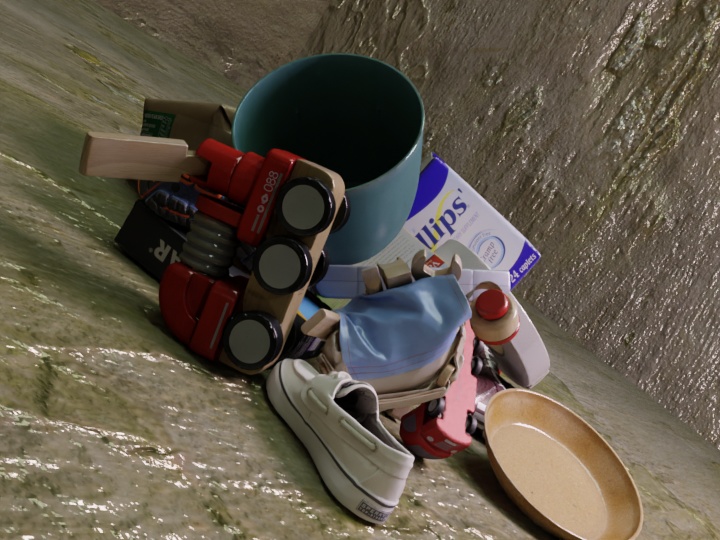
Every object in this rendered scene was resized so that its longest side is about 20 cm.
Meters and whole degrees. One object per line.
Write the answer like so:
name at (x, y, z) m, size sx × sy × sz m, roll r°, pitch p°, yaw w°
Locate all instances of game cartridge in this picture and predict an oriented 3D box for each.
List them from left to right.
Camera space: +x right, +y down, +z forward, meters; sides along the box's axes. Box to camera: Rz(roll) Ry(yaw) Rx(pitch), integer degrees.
game cartridge at (0.049, 0.014, 1.115) m, size 0.196 × 0.042 × 0.133 m, roll 2°, pitch -5°, yaw -4°

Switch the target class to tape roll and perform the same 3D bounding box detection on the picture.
tape roll at (0.155, 0.053, 1.320) m, size 0.204 × 0.037 × 0.203 m, roll 52°, pitch -8°, yaw 10°

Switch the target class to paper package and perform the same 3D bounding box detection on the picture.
paper package at (-0.152, -0.131, 1.295) m, size 0.189 × 0.105 × 0.199 m, roll 16°, pitch -1°, yaw -39°

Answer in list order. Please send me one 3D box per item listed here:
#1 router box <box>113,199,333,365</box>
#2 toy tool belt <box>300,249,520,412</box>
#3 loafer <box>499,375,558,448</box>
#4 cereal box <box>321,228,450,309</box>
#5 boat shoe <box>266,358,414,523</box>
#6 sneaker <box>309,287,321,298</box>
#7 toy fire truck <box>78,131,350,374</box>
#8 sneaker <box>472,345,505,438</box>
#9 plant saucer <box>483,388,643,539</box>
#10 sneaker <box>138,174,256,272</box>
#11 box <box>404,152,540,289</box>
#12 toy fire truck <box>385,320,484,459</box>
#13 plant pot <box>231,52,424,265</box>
router box at (-0.123, 0.011, 1.052) m, size 0.199 × 0.051 × 0.149 m, roll 37°, pitch 10°, yaw 14°
toy tool belt at (0.049, 0.045, 0.958) m, size 0.124 × 0.197 × 0.126 m, roll 75°, pitch -10°, yaw -48°
loafer at (0.196, 0.181, 1.280) m, size 0.070 × 0.074 × 0.200 m, roll 31°, pitch 10°, yaw -21°
cereal box at (0.000, 0.000, 1.295) m, size 0.200 × 0.143 × 0.040 m, roll 42°, pitch -13°, yaw 37°
boat shoe at (-0.016, 0.114, 0.853) m, size 0.071 × 0.066 × 0.200 m, roll 29°, pitch 10°, yaw -29°
sneaker at (-0.101, -0.017, 1.256) m, size 0.083 × 0.078 × 0.199 m, roll 19°, pitch 4°, yaw -43°
toy fire truck at (-0.130, -0.030, 0.886) m, size 0.197 × 0.178 × 0.129 m, roll 24°, pitch 7°, yaw 8°
sneaker at (0.107, 0.118, 1.296) m, size 0.114 × 0.076 × 0.200 m, roll 28°, pitch 11°, yaw -21°
plant saucer at (0.201, 0.210, 1.114) m, size 0.198 × 0.036 × 0.201 m, roll 26°, pitch 30°, yaw -16°
sneaker at (-0.115, -0.053, 1.031) m, size 0.199 × 0.076 × 0.078 m, roll 34°, pitch 8°, yaw -9°
box at (0.112, -0.025, 1.478) m, size 0.199 × 0.184 × 0.105 m, roll 41°, pitch 9°, yaw -5°
toy fire truck at (0.059, 0.105, 1.074) m, size 0.048 × 0.141 × 0.202 m, roll 30°, pitch 48°, yaw -23°
plant pot at (-0.027, -0.103, 1.153) m, size 0.200 × 0.200 × 0.162 m, roll 39°, pitch -25°, yaw 29°
